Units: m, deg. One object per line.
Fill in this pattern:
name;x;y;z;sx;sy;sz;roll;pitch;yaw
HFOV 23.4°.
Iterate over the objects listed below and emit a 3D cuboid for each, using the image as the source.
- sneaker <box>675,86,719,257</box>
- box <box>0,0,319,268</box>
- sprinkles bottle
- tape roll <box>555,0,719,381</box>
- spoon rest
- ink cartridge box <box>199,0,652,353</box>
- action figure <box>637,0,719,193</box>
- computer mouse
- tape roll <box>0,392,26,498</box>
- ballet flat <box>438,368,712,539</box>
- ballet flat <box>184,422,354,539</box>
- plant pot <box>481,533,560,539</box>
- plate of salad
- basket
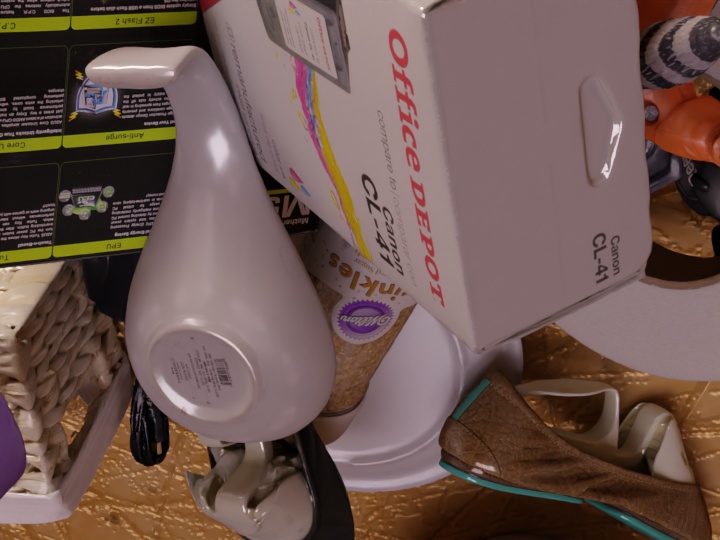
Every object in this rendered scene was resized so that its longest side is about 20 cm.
sneaker;0.193;-0.071;0.811;0.098;0.071;0.201;-4;125;13
box;-0.099;-0.100;0.739;0.200;0.048;0.193;-8;122;-31
sprinkles bottle;0.000;0.000;0.846;0.068;0.068;0.200;25;128;-5
tape roll;0.143;-0.047;0.789;0.203;0.037;0.203;15;119;30
spoon rest;-0.065;-0.009;0.737;0.099;0.061;0.200;4;125;19
ink cartridge box;0.015;-0.084;0.662;0.086;0.200;0.148;-25;127;-18
action figure;0.097;-0.111;0.695;0.193;0.105;0.200;-2;105;52
computer mouse;-0.120;0.028;0.962;0.034;0.059;0.200;3;127;13
tape roll;-0.253;0.055;0.784;0.200;0.085;0.200;30;151;19
ballet flat;0.130;0.099;0.943;0.200;0.068;0.072;22;92;-30
ballet flat;-0.057;0.079;0.835;0.068;0.068;0.200;-2;117;29
plant pot;0.097;0.224;1.031;0.201;0.093;0.201;6;125;8
plate of salad;-0.009;0.037;0.949;0.200;0.048;0.200;7;123;11
basket;-0.242;0.048;0.959;0.200;0.136;0.124;3;122;11
